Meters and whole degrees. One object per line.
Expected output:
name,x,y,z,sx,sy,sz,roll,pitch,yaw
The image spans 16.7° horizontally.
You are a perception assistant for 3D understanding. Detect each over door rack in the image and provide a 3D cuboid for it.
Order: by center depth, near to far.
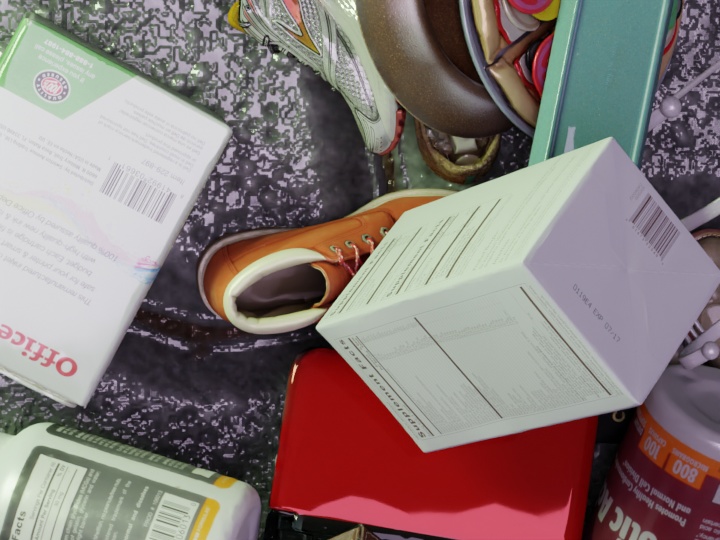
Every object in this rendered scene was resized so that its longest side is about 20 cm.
over door rack,0.235,-0.055,1.530,0.200,0.067,0.148,-39,97,-28

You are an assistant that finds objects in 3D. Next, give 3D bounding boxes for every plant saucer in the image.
plant saucer,0.148,-0.122,1.466,0.069,0.019,0.201,12,87,-9
plant saucer,0.078,-0.182,1.494,0.199,0.032,0.202,-2,93,-43

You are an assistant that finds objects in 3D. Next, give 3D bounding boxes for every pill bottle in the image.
pill bottle,-0.170,0.161,1.518,0.199,0.116,0.117,16,99,9
pill bottle,0.200,0.171,1.552,0.114,0.114,0.201,16,113,-11

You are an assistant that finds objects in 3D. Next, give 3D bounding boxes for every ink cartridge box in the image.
ink cartridge box,-0.189,-0.038,1.511,0.145,0.088,0.201,27,94,-12

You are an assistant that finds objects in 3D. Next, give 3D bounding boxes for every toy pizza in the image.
toy pizza,0.138,-0.175,1.506,0.199,0.032,0.202,-3,94,-42

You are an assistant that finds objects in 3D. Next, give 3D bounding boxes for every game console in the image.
game console,0.037,0.158,1.566,0.199,0.119,0.173,10,141,-5

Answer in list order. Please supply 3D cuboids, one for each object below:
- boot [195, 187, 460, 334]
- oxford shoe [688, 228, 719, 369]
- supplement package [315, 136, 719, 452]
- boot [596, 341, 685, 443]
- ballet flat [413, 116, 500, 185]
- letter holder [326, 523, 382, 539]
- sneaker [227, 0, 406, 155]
boot,0.000,0.000,1.536,0.199,0.107,0.076,-13,100,-7
oxford shoe,0.269,0.063,1.600,0.070,0.075,0.201,-32,103,0
supplement package,0.089,0.018,1.425,0.114,0.200,0.110,49,56,-17
boot,0.126,0.031,1.578,0.150,0.073,0.201,-16,108,-5
ballet flat,0.056,-0.151,1.534,0.070,0.065,0.201,-15,102,-3
letter holder,0.022,0.277,1.502,0.100,0.143,0.200,-26,129,32
sneaker,-0.035,-0.159,1.523,0.082,0.078,0.201,-31,96,6
